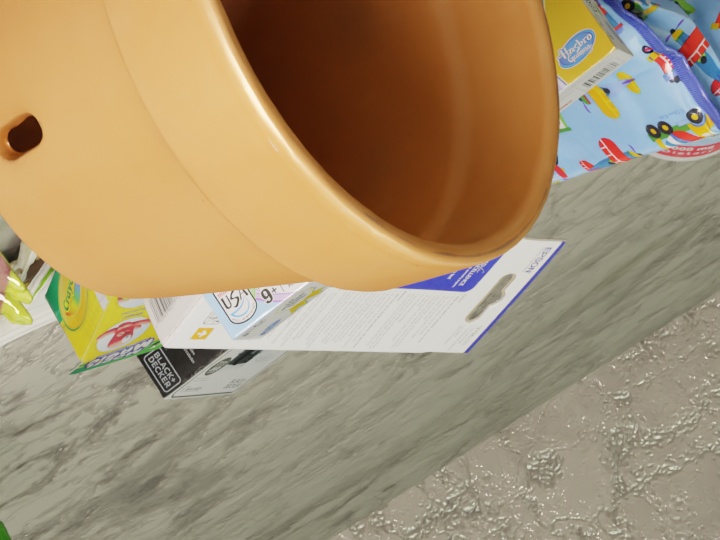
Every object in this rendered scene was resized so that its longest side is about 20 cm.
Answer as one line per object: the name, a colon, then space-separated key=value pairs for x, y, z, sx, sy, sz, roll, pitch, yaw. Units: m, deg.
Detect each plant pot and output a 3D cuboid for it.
plant pot: x=-0.044 y=-0.076 z=0.788 sx=0.140 sy=0.201 sz=0.200 roll=-22 pitch=178 yaw=34

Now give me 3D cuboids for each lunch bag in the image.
lunch bag: x=0.137 y=-0.149 z=1.111 sx=0.150 sy=0.094 sz=0.200 roll=-16 pitch=-145 yaw=53

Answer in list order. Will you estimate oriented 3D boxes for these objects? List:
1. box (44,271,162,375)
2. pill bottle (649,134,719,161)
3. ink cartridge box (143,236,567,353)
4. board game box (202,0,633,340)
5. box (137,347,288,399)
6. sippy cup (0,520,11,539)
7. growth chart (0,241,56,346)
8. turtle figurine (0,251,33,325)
box: x=-0.077 y=-0.026 z=1.118 sx=0.117 sy=0.048 sz=0.200 roll=-16 pitch=150 yaw=-34
pill bottle: x=0.206 y=-0.146 z=1.367 sx=0.109 sy=0.109 sz=0.200 roll=-31 pitch=169 yaw=-14
ink cartridge box: x=0.000 y=0.000 z=1.132 sx=0.200 sy=0.037 sz=0.095 roll=5 pitch=137 yaw=-40
board game box: x=-0.008 y=-0.082 z=0.958 sx=0.200 sy=0.135 sz=0.034 roll=-37 pitch=168 yaw=15
box: x=-0.037 y=-0.004 z=1.395 sx=0.200 sy=0.060 sz=0.117 roll=-37 pitch=168 yaw=15
sippy cup: x=-0.279 y=0.191 z=1.268 sx=0.130 sy=0.139 sz=0.178 roll=8 pitch=106 yaw=-58
growth chart: x=-0.134 y=-0.015 z=1.183 sx=0.145 sy=0.018 sz=0.200 roll=-22 pitch=164 yaw=-45
turtle figurine: x=-0.228 y=0.051 z=1.071 sx=0.161 sy=0.064 sz=0.200 roll=-39 pitch=162 yaw=-17
